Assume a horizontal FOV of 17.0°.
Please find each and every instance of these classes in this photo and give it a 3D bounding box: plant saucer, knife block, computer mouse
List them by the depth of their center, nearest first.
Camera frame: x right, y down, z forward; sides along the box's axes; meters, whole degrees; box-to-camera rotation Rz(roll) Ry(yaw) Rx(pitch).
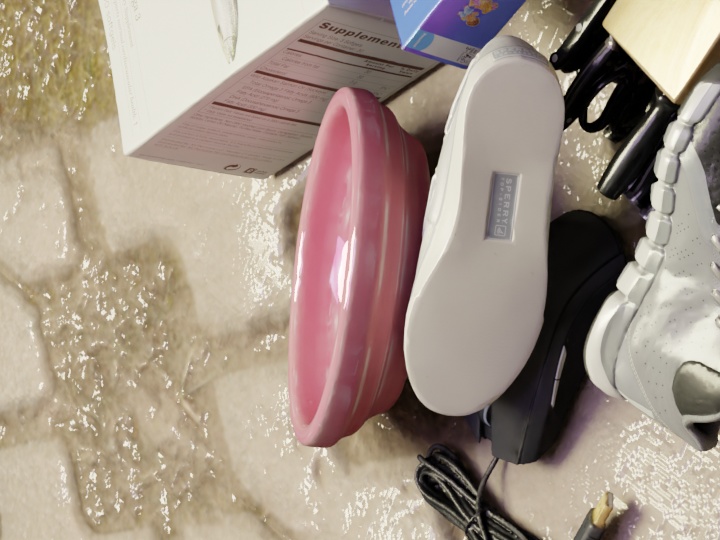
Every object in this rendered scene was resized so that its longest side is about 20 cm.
[{"bbox_3d":[0.181,-0.116,1.197,0.199,0.064,0.177,-6,82,48],"label":"knife block"},{"bbox_3d":[0.094,0.075,1.285,0.141,0.046,0.201,48,120,41],"label":"computer mouse"},{"bbox_3d":[0.000,0.000,1.346,0.200,0.050,0.202,-174,90,-81],"label":"plant saucer"}]

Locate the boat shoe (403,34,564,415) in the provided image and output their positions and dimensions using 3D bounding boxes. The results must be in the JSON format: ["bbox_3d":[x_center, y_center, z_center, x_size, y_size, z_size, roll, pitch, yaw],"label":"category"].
[{"bbox_3d":[0.062,-0.025,1.253,0.069,0.071,0.201,-91,5,-69],"label":"boat shoe"}]

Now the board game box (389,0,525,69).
[{"bbox_3d":[0.079,-0.223,1.263,0.200,0.045,0.135,-48,41,38],"label":"board game box"}]

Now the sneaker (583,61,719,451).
[{"bbox_3d":[0.191,0.001,1.175,0.115,0.075,0.201,42,127,37],"label":"sneaker"}]

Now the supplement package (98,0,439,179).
[{"bbox_3d":[-0.048,-0.151,1.419,0.200,0.117,0.118,-32,61,41],"label":"supplement package"}]
